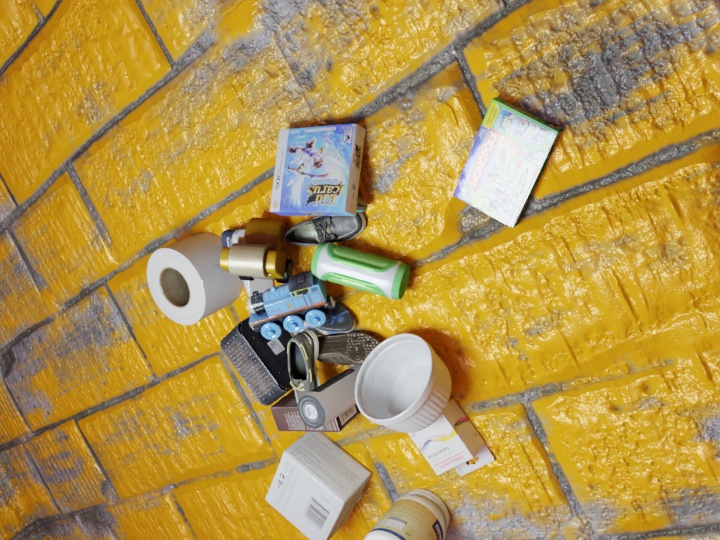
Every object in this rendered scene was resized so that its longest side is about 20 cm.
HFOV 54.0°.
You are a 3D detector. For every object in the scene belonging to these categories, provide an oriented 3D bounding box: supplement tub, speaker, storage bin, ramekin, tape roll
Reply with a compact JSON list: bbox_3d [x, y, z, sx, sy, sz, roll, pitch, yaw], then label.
[{"bbox_3d":[0.108,0.609,1.617,0.144,0.200,0.145,14,117,29],"label":"supplement tub"},{"bbox_3d":[0.000,0.000,1.494,0.199,0.088,0.089,15,118,17],"label":"speaker"},{"bbox_3d":[-0.226,0.208,1.719,0.094,0.135,0.200,-39,85,39],"label":"storage bin"},{"bbox_3d":[-0.049,0.280,1.589,0.081,0.200,0.081,12,111,34],"label":"speaker"},{"bbox_3d":[0.097,0.243,1.481,0.200,0.201,0.105,-17,138,38],"label":"ramekin"},{"bbox_3d":[-0.416,0.019,1.770,0.202,0.139,0.203,14,117,30],"label":"tape roll"}]

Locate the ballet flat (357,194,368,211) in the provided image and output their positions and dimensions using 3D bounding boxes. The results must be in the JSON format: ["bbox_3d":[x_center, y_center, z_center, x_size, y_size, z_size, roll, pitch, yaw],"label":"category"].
[{"bbox_3d":[-0.073,-0.165,1.508,0.200,0.068,0.076,5,103,37],"label":"ballet flat"}]

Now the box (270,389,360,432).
[{"bbox_3d":[-0.110,0.340,1.719,0.200,0.100,0.075,-6,105,36],"label":"box"}]

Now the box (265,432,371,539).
[{"bbox_3d":[-0.109,0.546,1.784,0.200,0.131,0.199,35,125,19],"label":"box"}]

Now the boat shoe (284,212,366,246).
[{"bbox_3d":[-0.081,-0.086,1.542,0.200,0.066,0.072,-10,102,36],"label":"boat shoe"}]

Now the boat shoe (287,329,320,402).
[{"bbox_3d":[-0.134,0.237,1.612,0.072,0.060,0.202,12,110,37],"label":"boat shoe"}]

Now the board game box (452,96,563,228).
[{"bbox_3d":[0.263,-0.194,1.285,0.134,0.029,0.200,31,124,19],"label":"board game box"}]

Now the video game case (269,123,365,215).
[{"bbox_3d":[-0.092,-0.206,1.466,0.199,0.045,0.182,3,85,34],"label":"video game case"}]

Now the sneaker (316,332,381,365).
[{"bbox_3d":[-0.023,0.185,1.624,0.199,0.076,0.071,3,68,29],"label":"sneaker"}]

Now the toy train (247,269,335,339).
[{"bbox_3d":[-0.159,0.076,1.568,0.199,0.087,0.115,-16,120,7],"label":"toy train"}]

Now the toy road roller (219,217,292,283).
[{"bbox_3d":[-0.225,-0.053,1.580,0.122,0.200,0.147,4,84,8],"label":"toy road roller"}]

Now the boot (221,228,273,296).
[{"bbox_3d":[-0.276,-0.009,1.718,0.090,0.073,0.201,7,115,52],"label":"boot"}]

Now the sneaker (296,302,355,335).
[{"bbox_3d":[-0.101,0.116,1.649,0.199,0.076,0.077,5,150,24],"label":"sneaker"}]

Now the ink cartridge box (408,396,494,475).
[{"bbox_3d":[0.186,0.366,1.546,0.116,0.067,0.200,-40,84,38],"label":"ink cartridge box"}]
